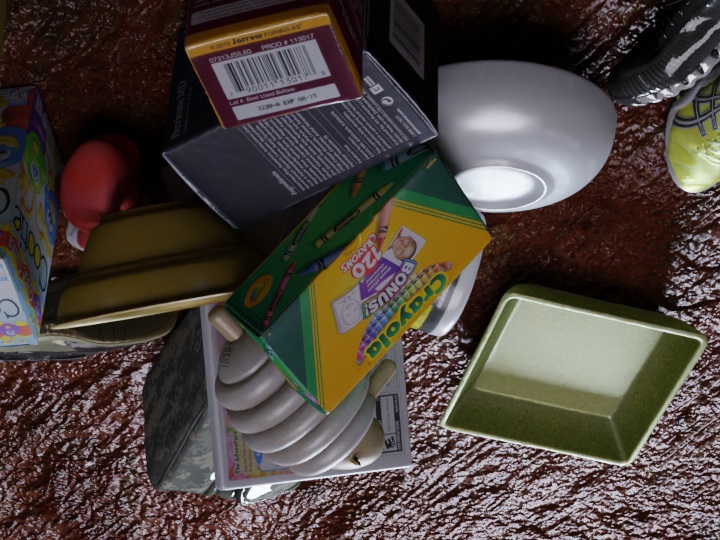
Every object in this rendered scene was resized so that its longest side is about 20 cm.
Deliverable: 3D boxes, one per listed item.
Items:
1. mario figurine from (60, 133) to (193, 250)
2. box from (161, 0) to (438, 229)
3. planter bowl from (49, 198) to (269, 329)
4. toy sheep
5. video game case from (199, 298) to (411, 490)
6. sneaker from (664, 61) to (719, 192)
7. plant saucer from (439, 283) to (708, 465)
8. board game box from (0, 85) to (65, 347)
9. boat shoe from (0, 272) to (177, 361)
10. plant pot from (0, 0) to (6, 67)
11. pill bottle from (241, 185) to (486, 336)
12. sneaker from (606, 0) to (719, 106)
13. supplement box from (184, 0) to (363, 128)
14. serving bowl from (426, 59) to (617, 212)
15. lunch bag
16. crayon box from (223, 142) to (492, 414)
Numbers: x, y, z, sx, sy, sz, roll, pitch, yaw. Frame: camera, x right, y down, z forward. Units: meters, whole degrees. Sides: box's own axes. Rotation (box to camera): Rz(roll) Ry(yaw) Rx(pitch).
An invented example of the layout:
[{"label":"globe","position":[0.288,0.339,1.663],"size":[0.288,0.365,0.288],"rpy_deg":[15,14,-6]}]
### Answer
[{"label":"mario figurine","position":[-0.196,-0.055,1.815],"size":[0.123,0.106,0.200],"rpy_deg":[-37,145,-9]},{"label":"box","position":[-0.045,-0.147,1.642],"size":[0.199,0.149,0.104],"rpy_deg":[-25,131,25]},{"label":"planter bowl","position":[-0.160,-0.010,1.696],"size":[0.198,0.084,0.200],"rpy_deg":[-11,179,0]},{"label":"toy sheep","position":[-0.054,0.095,1.755],"size":[0.200,0.138,0.138],"rpy_deg":[43,124,-18]},{"label":"video game case","position":[-0.048,0.082,1.838],"size":[0.180,0.202,0.024],"rpy_deg":[-5,180,-21]},{"label":"sneaker","position":[0.306,-0.129,1.704],"size":[0.075,0.077,0.201],"rpy_deg":[13,137,-14]},{"label":"plant saucer","position":[0.195,0.088,1.956],"size":[0.198,0.048,0.201],"rpy_deg":[12,136,-11]},{"label":"board game box","position":[-0.314,-0.043,1.721],"size":[0.104,0.201,0.103],"rpy_deg":[-5,137,7]},{"label":"boat shoe","position":[-0.268,0.046,1.916],"size":[0.199,0.072,0.066],"rpy_deg":[-4,158,-8]},{"label":"plant pot","position":[-0.360,-0.200,1.575],"size":[0.198,0.201,0.177],"rpy_deg":[-7,147,9]},{"label":"pill bottle","position":[-0.003,-0.027,1.786],"size":[0.198,0.115,0.115],"rpy_deg":[19,135,-8]},{"label":"sneaker","position":[0.264,-0.206,1.635],"size":[0.199,0.067,0.090],"rpy_deg":[-32,125,25]},{"label":"supplement box","position":[-0.059,-0.211,1.536],"size":[0.109,0.201,0.086],"rpy_deg":[-11,136,13]},{"label":"serving bowl","position":[0.110,-0.096,1.706],"size":[0.198,0.066,0.200],"rpy_deg":[2,158,1]},{"label":"lunch bag","position":[-0.094,0.118,1.939],"size":[0.166,0.140,0.200],"rpy_deg":[10,136,-24]},{"label":"crayon box","position":[0.000,0.000,1.646],"size":[0.200,0.058,0.119],"rpy_deg":[-47,137,-8]}]
